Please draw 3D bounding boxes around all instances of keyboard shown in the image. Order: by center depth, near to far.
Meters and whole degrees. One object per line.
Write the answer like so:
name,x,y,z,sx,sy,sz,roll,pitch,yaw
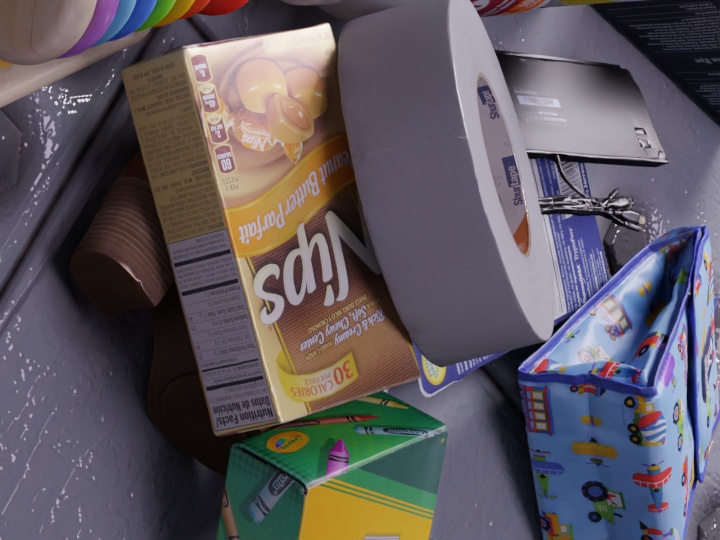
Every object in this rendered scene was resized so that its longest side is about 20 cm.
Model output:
keyboard,0.113,-0.079,1.765,0.200,0.021,0.127,2,59,-39

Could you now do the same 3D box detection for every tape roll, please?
tape roll,0.049,-0.050,1.579,0.200,0.066,0.201,-15,90,-77

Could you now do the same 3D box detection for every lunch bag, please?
lunch bag,0.185,0.075,1.839,0.200,0.094,0.151,-53,142,-47

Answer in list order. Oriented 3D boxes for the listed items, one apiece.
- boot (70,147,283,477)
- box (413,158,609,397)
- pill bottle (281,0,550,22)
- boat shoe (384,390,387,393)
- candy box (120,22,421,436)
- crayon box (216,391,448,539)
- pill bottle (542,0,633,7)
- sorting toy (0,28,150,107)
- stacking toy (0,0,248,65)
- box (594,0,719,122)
boot,-0.064,0.008,1.575,0.155,0.074,0.200,-55,130,-38
box,0.077,-0.009,1.759,0.200,0.032,0.121,-26,108,-47
pill bottle,0.030,-0.199,1.650,0.200,0.113,0.113,-10,97,-47
boat shoe,0.000,0.000,1.634,0.072,0.062,0.200,-2,92,-14
candy box,-0.046,-0.023,1.513,0.115,0.055,0.200,-16,91,-46
crayon box,-0.025,0.175,1.571,0.119,0.058,0.200,-19,127,-46
pill bottle,0.173,-0.220,1.744,0.112,0.200,0.112,1,89,-49
sorting toy,-0.193,-0.176,1.456,0.200,0.036,0.185,-30,112,-44
stacking toy,-0.118,-0.152,1.474,0.200,0.085,0.085,-11,98,-58
box,0.267,-0.222,1.922,0.182,0.104,0.200,37,63,-41
